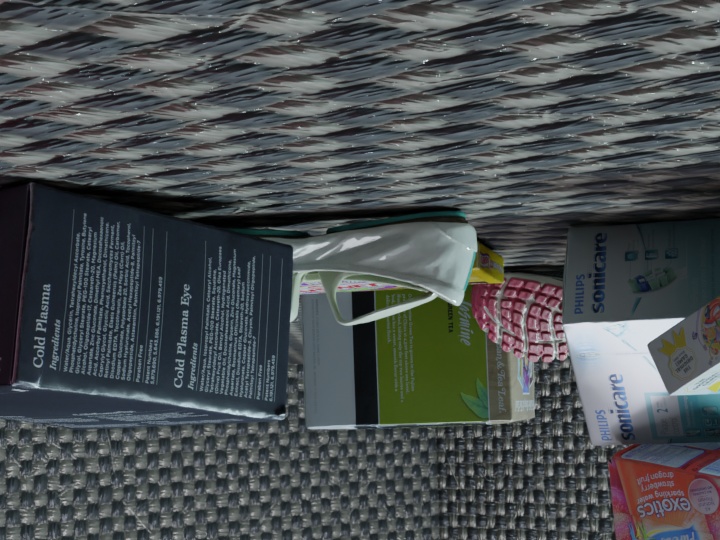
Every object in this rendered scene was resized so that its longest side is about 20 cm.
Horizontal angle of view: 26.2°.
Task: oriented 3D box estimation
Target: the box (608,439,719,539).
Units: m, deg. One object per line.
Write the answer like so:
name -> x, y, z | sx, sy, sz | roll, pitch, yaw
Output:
box -> 0.279, 0.154, 1.110 | 0.199, 0.095, 0.102 | -18, -164, -42

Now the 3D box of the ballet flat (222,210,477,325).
ballet flat -> -0.028, 0.002, 0.943 | 0.199, 0.070, 0.069 | -3, 175, 13

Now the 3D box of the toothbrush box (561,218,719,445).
toothbrush box -> 0.243, 0.042, 1.033 | 0.199, 0.086, 0.147 | -2, 141, 16

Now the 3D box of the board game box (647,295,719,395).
board game box -> 0.274, 0.008, 0.852 | 0.134, 0.034, 0.200 | 3, 147, -43

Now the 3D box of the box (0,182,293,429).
box -> -0.170, 0.029, 0.871 | 0.199, 0.105, 0.182 | -7, 166, 43

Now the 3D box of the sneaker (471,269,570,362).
sneaker -> 0.191, 0.035, 1.360 | 0.199, 0.081, 0.075 | 9, -149, -13

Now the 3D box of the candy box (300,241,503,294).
candy box -> 0.000, 0.000, 1.150 | 0.199, 0.027, 0.102 | -4, 171, 15

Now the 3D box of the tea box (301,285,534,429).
tea box -> 0.061, 0.083, 1.483 | 0.196, 0.134, 0.200 | -2, 175, 11
